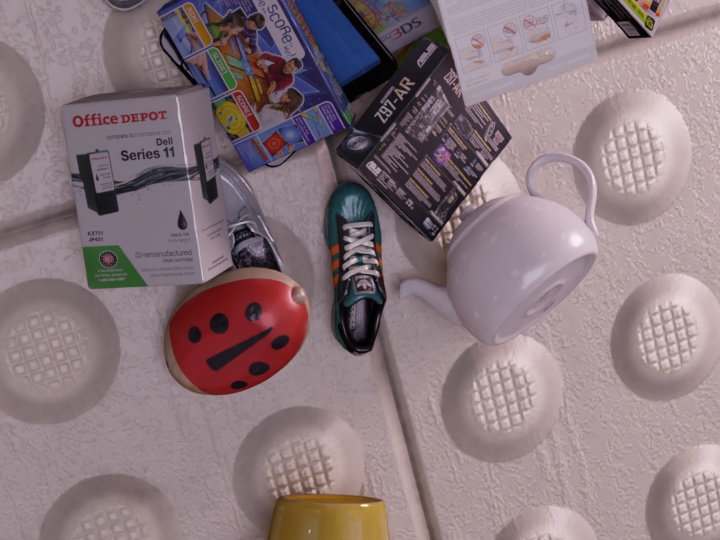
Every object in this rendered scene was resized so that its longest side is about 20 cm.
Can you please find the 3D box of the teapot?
[{"bbox_3d":[0.173,-0.022,1.384,0.199,0.198,0.147,-24,67,-37],"label":"teapot"}]

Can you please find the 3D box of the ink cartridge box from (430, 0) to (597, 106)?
[{"bbox_3d":[0.150,-0.294,1.231,0.158,0.047,0.202,-20,111,-6],"label":"ink cartridge box"}]

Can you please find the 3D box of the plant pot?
[{"bbox_3d":[-0.039,0.362,1.376,0.198,0.201,0.192,3,84,-15],"label":"plant pot"}]

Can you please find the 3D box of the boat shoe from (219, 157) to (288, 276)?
[{"bbox_3d":[-0.130,-0.038,1.336,0.070,0.071,0.202,-30,107,-8],"label":"boat shoe"}]

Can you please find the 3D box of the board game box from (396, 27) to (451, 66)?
[{"bbox_3d":[0.130,-0.281,1.321,0.095,0.030,0.200,24,137,-17],"label":"board game box"}]

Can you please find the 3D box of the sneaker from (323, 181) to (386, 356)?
[{"bbox_3d":[0.000,0.000,1.373,0.070,0.080,0.203,-6,102,-14],"label":"sneaker"}]

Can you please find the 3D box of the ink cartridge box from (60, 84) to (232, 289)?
[{"bbox_3d":[-0.228,-0.090,1.265,0.144,0.083,0.203,-3,102,18],"label":"ink cartridge box"}]

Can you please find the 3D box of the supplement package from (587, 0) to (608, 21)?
[{"bbox_3d":[0.225,-0.404,1.321,0.200,0.152,0.151,42,89,-18],"label":"supplement package"}]

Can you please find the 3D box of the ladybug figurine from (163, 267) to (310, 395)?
[{"bbox_3d":[-0.141,0.075,1.317,0.199,0.072,0.136,-35,108,25],"label":"ladybug figurine"}]

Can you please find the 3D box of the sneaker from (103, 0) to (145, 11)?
[{"bbox_3d":[-0.201,-0.357,1.230,0.083,0.121,0.201,34,91,-18],"label":"sneaker"}]

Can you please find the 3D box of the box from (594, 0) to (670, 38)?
[{"bbox_3d":[0.255,-0.343,1.211,0.199,0.035,0.111,35,78,-33],"label":"box"}]

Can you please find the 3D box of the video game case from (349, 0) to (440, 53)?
[{"bbox_3d":[-0.011,-0.323,1.280,0.181,0.022,0.201,-25,115,28],"label":"video game case"}]

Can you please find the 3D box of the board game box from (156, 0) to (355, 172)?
[{"bbox_3d":[-0.109,-0.220,1.264,0.134,0.035,0.201,-20,114,20],"label":"board game box"}]

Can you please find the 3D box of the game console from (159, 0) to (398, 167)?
[{"bbox_3d":[-0.092,-0.235,1.284,0.176,0.116,0.200,-43,106,-4],"label":"game console"}]

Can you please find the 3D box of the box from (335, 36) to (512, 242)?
[{"bbox_3d":[0.077,-0.142,1.330,0.161,0.043,0.200,-52,145,-1],"label":"box"}]
